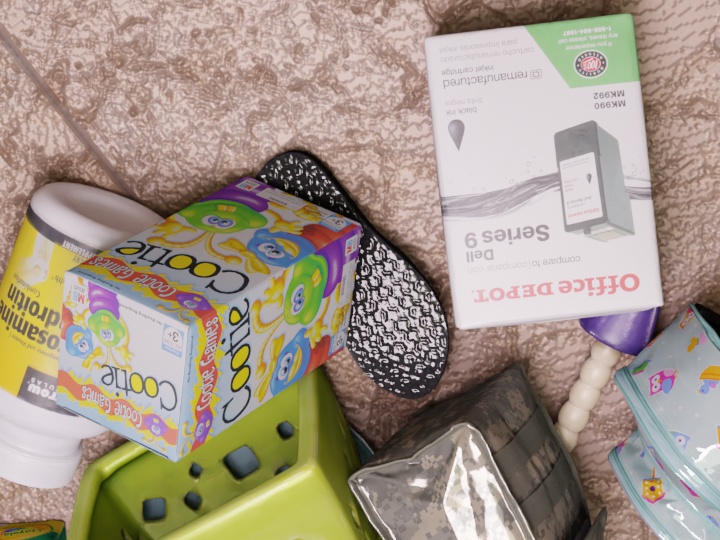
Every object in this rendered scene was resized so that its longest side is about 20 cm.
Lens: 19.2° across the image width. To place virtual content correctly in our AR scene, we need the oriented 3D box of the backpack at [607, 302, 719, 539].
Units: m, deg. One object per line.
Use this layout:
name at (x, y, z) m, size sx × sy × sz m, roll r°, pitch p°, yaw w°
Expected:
backpack at (0.259, 0.129, 1.473) m, size 0.153 × 0.176 × 0.200 m, roll -35°, pitch 118°, yaw 8°

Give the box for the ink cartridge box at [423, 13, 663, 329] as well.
ink cartridge box at (0.125, -0.065, 1.458) m, size 0.145 × 0.084 × 0.201 m, roll -7°, pitch 89°, yaw 3°

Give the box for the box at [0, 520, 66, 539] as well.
box at (-0.318, 0.252, 1.604) m, size 0.199 × 0.048 × 0.118 m, roll -3°, pitch 105°, yaw 4°

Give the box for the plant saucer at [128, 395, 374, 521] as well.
plant saucer at (-0.072, 0.183, 1.587) m, size 0.199 × 0.027 × 0.201 m, roll 0°, pitch 106°, yaw 2°

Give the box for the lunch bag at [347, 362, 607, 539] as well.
lunch bag at (0.099, 0.187, 1.460) m, size 0.117 × 0.164 × 0.201 m, roll -27°, pitch 92°, yaw 21°

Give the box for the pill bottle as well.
pill bottle at (-0.209, 0.048, 1.509) m, size 0.112 × 0.112 × 0.201 m, roll 21°, pitch 105°, yaw -4°

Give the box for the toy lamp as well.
toy lamp at (0.158, 0.093, 1.540) m, size 0.058 × 0.058 × 0.201 m, roll 25°, pitch 105°, yaw -5°

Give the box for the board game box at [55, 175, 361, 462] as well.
board game box at (-0.100, 0.027, 1.434) m, size 0.105 × 0.200 × 0.103 m, roll 22°, pitch 122°, yaw 25°

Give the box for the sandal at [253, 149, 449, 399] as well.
sandal at (0.001, -0.001, 1.529) m, size 0.075 × 0.048 × 0.201 m, roll -34°, pitch 89°, yaw 12°

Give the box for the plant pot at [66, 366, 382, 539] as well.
plant pot at (-0.073, 0.203, 1.483) m, size 0.198 × 0.200 × 0.182 m, roll -28°, pitch 110°, yaw 9°
